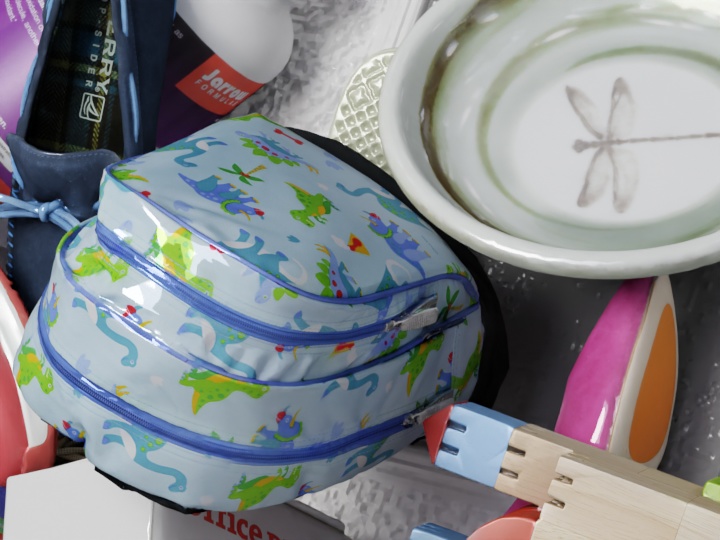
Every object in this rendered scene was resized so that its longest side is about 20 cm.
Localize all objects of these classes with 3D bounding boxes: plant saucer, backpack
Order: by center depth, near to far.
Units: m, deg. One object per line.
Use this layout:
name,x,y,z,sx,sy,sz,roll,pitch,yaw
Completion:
backpack,-0.045,0.016,1.117,0.163,0.200,0.154,39,133,19
plant saucer,0.109,-0.058,1.177,0.200,0.050,0.200,-6,46,6

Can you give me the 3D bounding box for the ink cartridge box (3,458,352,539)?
ink cartridge box,-0.073,0.188,1.158,0.086,0.146,0.200,-15,61,30

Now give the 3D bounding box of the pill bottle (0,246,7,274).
pill bottle,-0.259,-0.022,1.333,0.112,0.200,0.112,-26,49,34

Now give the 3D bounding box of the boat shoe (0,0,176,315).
boat shoe,-0.130,-0.051,1.247,0.084,0.069,0.200,4,94,16

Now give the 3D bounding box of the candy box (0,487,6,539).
candy box,-0.251,0.163,1.275,0.200,0.169,0.077,-46,55,9

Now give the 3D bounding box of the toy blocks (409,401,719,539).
toy blocks,0.064,0.140,1.083,0.137,0.100,0.200,19,96,16

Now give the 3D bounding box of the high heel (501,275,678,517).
high heel,0.064,0.088,1.162,0.096,0.067,0.200,15,91,27

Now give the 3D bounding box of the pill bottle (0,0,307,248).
pill bottle,-0.111,-0.104,1.333,0.200,0.112,0.113,-37,54,16

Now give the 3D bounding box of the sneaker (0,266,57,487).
sneaker,-0.215,0.017,1.232,0.200,0.115,0.078,62,151,16

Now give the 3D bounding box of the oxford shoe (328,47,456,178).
oxford shoe,0.000,0.000,1.254,0.075,0.058,0.200,22,98,17

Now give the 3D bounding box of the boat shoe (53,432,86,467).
boat shoe,-0.110,0.101,1.269,0.076,0.072,0.200,-10,64,30
